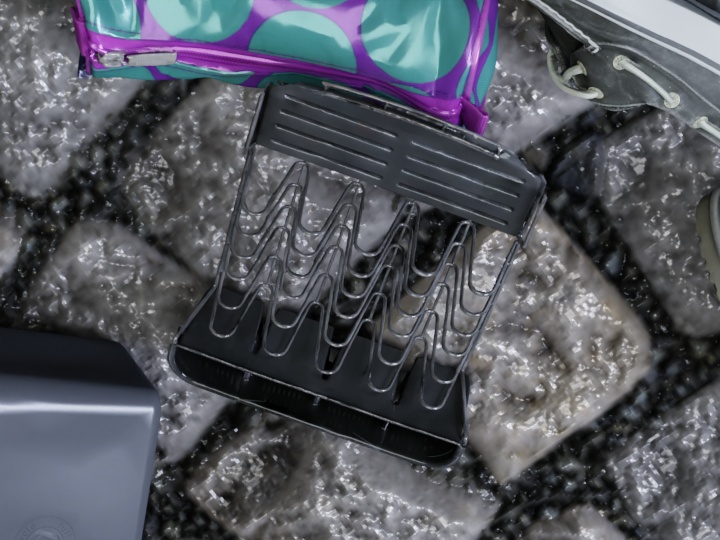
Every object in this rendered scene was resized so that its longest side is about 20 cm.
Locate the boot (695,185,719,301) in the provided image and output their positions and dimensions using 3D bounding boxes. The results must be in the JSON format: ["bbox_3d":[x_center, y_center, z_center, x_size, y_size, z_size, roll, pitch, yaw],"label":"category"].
[{"bbox_3d":[0.270,-0.007,1.019,0.200,0.073,0.182,-40,74,34],"label":"boot"}]

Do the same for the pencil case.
[{"bbox_3d":[-0.035,-0.117,1.054,0.200,0.093,0.085,8,145,2],"label":"pencil case"}]

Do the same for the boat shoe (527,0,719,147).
[{"bbox_3d":[0.121,-0.103,1.029,0.200,0.071,0.064,25,107,-24],"label":"boat shoe"}]

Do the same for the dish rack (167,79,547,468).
[{"bbox_3d":[0.000,0.000,1.060,0.153,0.055,0.200,18,140,-1],"label":"dish rack"}]

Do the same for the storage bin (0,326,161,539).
[{"bbox_3d":[-0.184,0.116,1.124,0.134,0.146,0.200,4,107,-24],"label":"storage bin"}]
